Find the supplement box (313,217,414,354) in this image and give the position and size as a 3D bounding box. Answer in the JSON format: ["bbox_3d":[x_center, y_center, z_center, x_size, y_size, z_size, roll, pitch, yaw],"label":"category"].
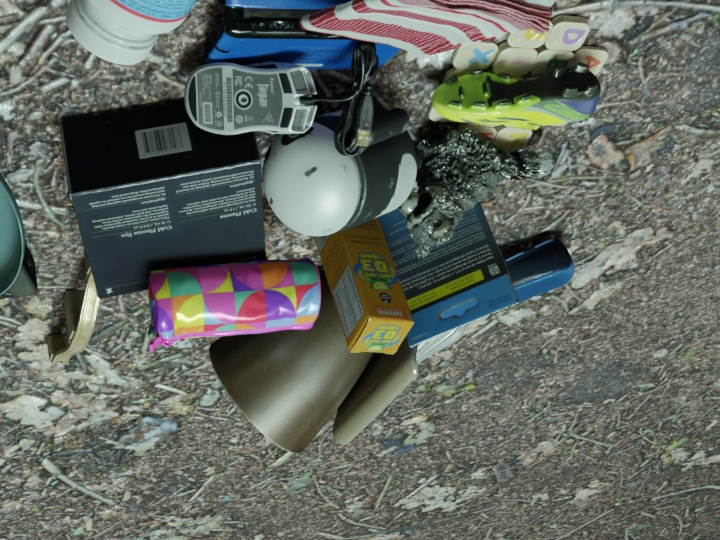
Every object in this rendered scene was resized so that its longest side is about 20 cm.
[{"bbox_3d":[0.000,0.000,1.345,0.066,0.202,0.069,4,141,-29],"label":"supplement box"}]

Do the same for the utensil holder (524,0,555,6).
[{"bbox_3d":[0.066,-0.311,0.990,0.197,0.172,0.171,1,141,-21],"label":"utensil holder"}]

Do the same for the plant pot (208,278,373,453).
[{"bbox_3d":[-0.066,0.102,1.500,0.200,0.188,0.187,-42,141,9],"label":"plant pot"}]

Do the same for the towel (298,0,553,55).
[{"bbox_3d":[0.052,-0.217,0.993,0.142,0.023,0.199,4,180,-32],"label":"towel"}]

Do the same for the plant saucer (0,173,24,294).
[{"bbox_3d":[-0.415,-0.062,1.136,0.197,0.027,0.203,11,123,18],"label":"plant saucer"}]

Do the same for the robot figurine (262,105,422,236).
[{"bbox_3d":[-0.018,-0.112,1.226,0.199,0.124,0.152,-25,130,-49],"label":"robot figurine"}]

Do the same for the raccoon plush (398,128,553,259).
[{"bbox_3d":[0.138,-0.085,1.321,0.197,0.136,0.097,-1,159,-3],"label":"raccoon plush"}]

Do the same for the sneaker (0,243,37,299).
[{"bbox_3d":[-0.427,-0.030,1.219,0.113,0.077,0.201,-15,146,-7],"label":"sneaker"}]

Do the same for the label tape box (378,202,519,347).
[{"bbox_3d":[0.103,-0.001,1.390,0.142,0.202,0.063,-22,146,6],"label":"label tape box"}]

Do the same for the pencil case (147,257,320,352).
[{"bbox_3d":[-0.141,0.036,1.255,0.197,0.089,0.089,-8,144,-17],"label":"pencil case"}]

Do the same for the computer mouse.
[{"bbox_3d":[-0.078,-0.173,1.127,0.197,0.044,0.111,5,106,14],"label":"computer mouse"}]

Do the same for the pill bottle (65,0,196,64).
[{"bbox_3d":[-0.177,-0.277,0.971,0.108,0.110,0.200,11,136,-35],"label":"pill bottle"}]

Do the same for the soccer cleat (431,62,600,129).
[{"bbox_3d":[0.174,-0.182,1.274,0.197,0.065,0.084,-7,146,-12],"label":"soccer cleat"}]

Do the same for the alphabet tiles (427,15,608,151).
[{"bbox_3d":[0.182,-0.211,1.306,0.193,0.015,0.201,-1,141,-24],"label":"alphabet tiles"}]

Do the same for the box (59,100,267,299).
[{"bbox_3d":[-0.207,-0.079,1.228,0.197,0.105,0.183,-11,145,-10],"label":"box"}]

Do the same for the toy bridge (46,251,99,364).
[{"bbox_3d":[-0.342,0.055,1.381,0.027,0.068,0.201,5,139,-29],"label":"toy bridge"}]

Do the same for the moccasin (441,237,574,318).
[{"bbox_3d":[0.194,0.011,1.570,0.197,0.069,0.081,-16,153,-1],"label":"moccasin"}]

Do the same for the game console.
[{"bbox_3d":[-0.046,-0.277,1.110,0.197,0.120,0.170,-3,174,-20],"label":"game console"}]

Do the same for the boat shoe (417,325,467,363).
[{"bbox_3d":[0.061,0.109,1.636,0.199,0.073,0.066,-32,139,18],"label":"boat shoe"}]

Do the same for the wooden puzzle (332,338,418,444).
[{"bbox_3d":[0.033,0.113,1.518,0.037,0.201,0.185,29,128,-17],"label":"wooden puzzle"}]
